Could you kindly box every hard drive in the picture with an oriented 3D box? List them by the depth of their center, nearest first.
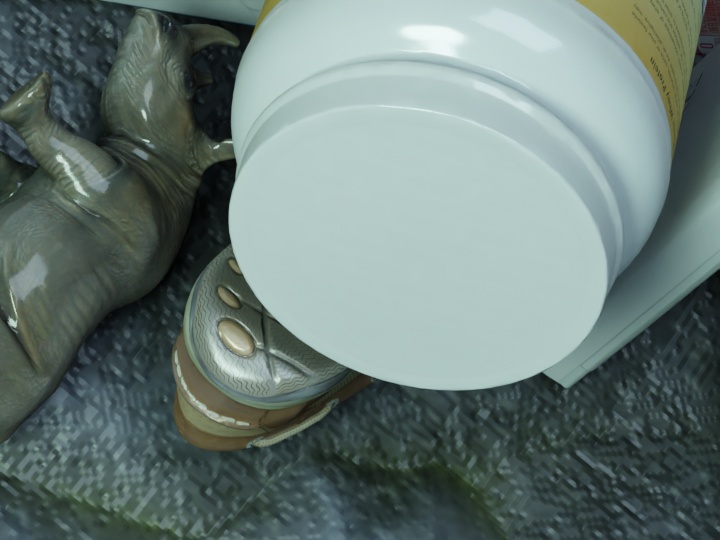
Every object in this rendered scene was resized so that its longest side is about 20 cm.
[{"bbox_3d":[0.133,-0.048,1.033,0.026,0.200,0.132,32,59,-8],"label":"hard drive"}]

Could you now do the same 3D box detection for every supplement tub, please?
[{"bbox_3d":[0.039,-0.073,0.961,0.144,0.145,0.201,27,46,-10],"label":"supplement tub"}]

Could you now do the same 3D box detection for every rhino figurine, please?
[{"bbox_3d":[-0.103,-0.021,1.000,0.088,0.060,0.200,53,56,-17],"label":"rhino figurine"}]

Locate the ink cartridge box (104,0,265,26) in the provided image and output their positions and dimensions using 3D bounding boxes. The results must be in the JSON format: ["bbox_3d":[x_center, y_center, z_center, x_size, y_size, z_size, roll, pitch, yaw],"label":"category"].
[{"bbox_3d":[-0.075,-0.201,1.091,0.115,0.068,0.201,9,64,-18],"label":"ink cartridge box"}]

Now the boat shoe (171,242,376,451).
[{"bbox_3d":[0.000,0.000,1.033,0.076,0.072,0.200,47,47,13],"label":"boat shoe"}]

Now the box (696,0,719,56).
[{"bbox_3d":[0.101,-0.180,1.073,0.094,0.200,0.103,7,59,19],"label":"box"}]
